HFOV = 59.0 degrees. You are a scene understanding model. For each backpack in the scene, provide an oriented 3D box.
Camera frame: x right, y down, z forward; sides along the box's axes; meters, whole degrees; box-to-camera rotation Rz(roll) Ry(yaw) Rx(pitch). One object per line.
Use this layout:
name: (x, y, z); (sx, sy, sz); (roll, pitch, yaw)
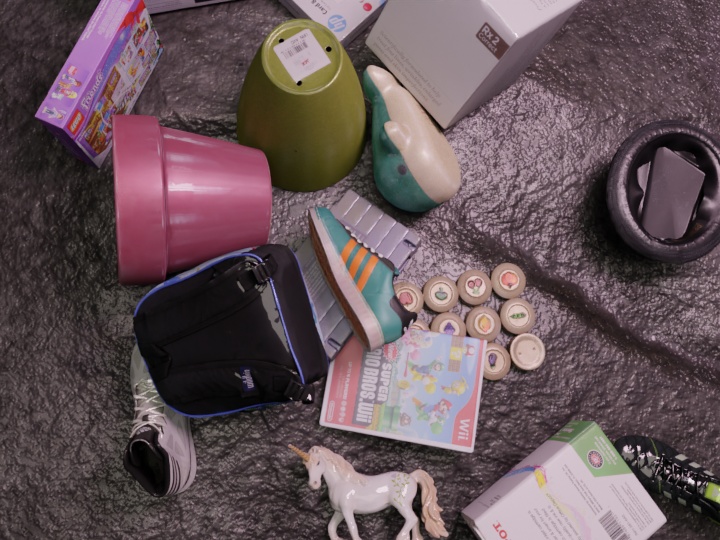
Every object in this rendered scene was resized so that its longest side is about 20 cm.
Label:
backpack: (-0.148, 0.076, 0.756); (0.199, 0.147, 0.184); (-18, 92, 19)

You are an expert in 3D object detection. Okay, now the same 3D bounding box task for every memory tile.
memory tile: (0.143, 0.076, 0.863); (0.198, 0.017, 0.155); (-10, 81, -7)

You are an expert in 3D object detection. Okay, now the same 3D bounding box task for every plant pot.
plant pot: (-0.210, -0.087, 0.786); (0.178, 0.200, 0.202); (-3, 79, -21)
plant pot: (-0.075, -0.220, 0.807); (0.185, 0.200, 0.189); (1, 79, -4)

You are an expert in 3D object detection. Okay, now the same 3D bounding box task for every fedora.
fedora: (0.414, -0.102, 0.881); (0.199, 0.092, 0.202); (1, 79, -5)

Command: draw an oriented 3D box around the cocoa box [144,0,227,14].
cocoa box: (-0.266, -0.452, 0.868); (0.198, 0.133, 0.132); (-13, 80, -8)

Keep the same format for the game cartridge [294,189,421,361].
game cartridge: (-0.027, 0.002, 0.845); (0.129, 0.038, 0.200); (35, 78, 17)

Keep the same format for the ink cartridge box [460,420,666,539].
ink cartridge box: (0.247, 0.307, 0.793); (0.199, 0.084, 0.145); (-35, 84, -10)

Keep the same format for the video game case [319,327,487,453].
video game case: (0.055, 0.145, 0.824); (0.198, 0.017, 0.144); (8, 78, 7)

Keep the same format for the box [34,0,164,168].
box: (-0.329, -0.248, 0.823); (0.039, 0.137, 0.201); (23, 78, 0)

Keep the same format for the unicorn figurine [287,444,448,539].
unicorn figurine: (0.002, 0.286, 0.790); (0.198, 0.074, 0.139); (2, 69, -19)

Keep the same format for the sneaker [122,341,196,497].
sneaker: (-0.242, 0.170, 0.762); (0.075, 0.115, 0.202); (-12, 80, -7)

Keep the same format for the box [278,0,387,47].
box: (-0.020, -0.438, 0.935); (0.156, 0.041, 0.200); (45, 80, 4)

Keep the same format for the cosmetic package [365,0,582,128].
cosmetic package: (0.148, -0.326, 0.830); (0.165, 0.165, 0.200); (48, 52, 6)

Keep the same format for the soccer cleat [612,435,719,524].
soccer cleat: (0.421, 0.270, 0.817); (0.199, 0.081, 0.068); (28, 78, 1)

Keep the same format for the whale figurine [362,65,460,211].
whale figurine: (0.051, -0.170, 0.849); (0.103, 0.159, 0.201); (-30, 85, 25)

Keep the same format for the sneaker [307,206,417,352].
sneaker: (0.000, 0.000, 0.796); (0.079, 0.071, 0.201); (-22, 72, -16)
